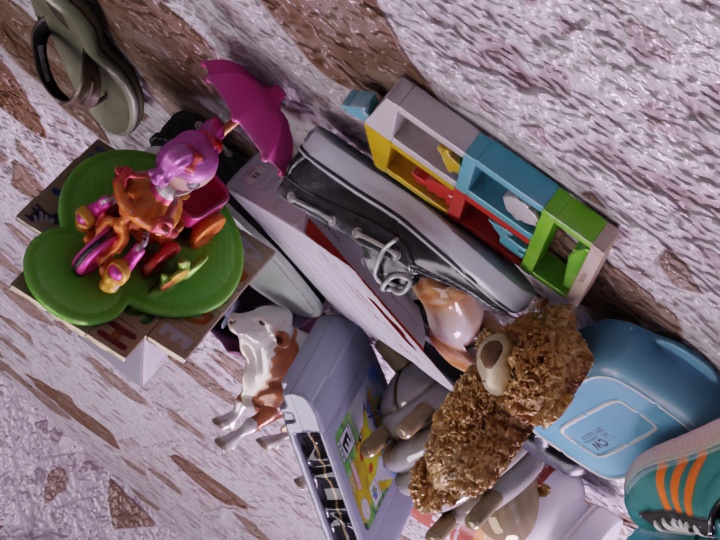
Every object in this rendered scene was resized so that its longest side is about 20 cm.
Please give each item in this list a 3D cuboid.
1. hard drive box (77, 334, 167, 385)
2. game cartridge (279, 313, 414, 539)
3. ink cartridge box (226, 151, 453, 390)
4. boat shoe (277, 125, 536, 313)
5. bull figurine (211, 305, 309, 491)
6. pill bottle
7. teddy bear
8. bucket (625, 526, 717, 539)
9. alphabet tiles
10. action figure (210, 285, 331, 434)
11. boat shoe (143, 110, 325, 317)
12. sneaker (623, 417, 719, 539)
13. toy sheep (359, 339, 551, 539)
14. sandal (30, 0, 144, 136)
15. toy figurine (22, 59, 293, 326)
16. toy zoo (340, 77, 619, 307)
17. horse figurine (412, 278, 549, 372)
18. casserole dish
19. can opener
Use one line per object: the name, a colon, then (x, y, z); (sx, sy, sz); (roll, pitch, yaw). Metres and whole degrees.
hard drive box: (-0.167, -0.001, 1.974); (0.077, 0.156, 0.200); (37, 165, 4)
game cartridge: (-0.006, 0.143, 1.875); (0.040, 0.133, 0.200); (-7, 120, 21)
ink cartridge box: (0.000, 0.000, 1.747); (0.163, 0.057, 0.200); (49, 167, -34)
boat shoe: (0.028, -0.019, 1.594); (0.199, 0.068, 0.074); (35, -170, 13)
bull figurine: (-0.057, 0.105, 1.926); (0.200, 0.121, 0.065); (35, -165, -45)
pill bottle: (0.117, 0.193, 1.977); (0.200, 0.112, 0.112); (33, 165, 18)
teddy bear: (0.084, 0.093, 1.591); (0.067, 0.145, 0.200); (36, 160, -5)
bucket: (0.275, 0.257, 1.647); (0.207, 0.207, 0.135); (43, 166, -22)
alphabet tiles: (-0.172, -0.010, 1.729); (0.167, 0.200, 0.008); (33, 127, 4)
action figure: (-0.042, 0.058, 2.038); (0.200, 0.149, 0.134); (27, -154, -43)
boat shoe: (-0.090, -0.044, 1.851); (0.076, 0.060, 0.200); (-5, 134, 52)
sneaker: (0.234, 0.153, 1.538); (0.071, 0.080, 0.200); (8, 157, -20)
toy sheep: (0.075, 0.135, 1.868); (0.200, 0.138, 0.138); (56, 162, -7)
sandal: (-0.229, -0.165, 1.813); (0.080, 0.057, 0.201); (30, 164, 26)
toy figurine: (-0.130, -0.067, 1.649); (0.150, 0.200, 0.184); (49, 135, 9)
toy zoo: (0.073, -0.057, 1.507); (0.200, 0.020, 0.131); (36, 165, 8)
horse figurine: (0.087, 0.034, 1.697); (0.132, 0.050, 0.200); (18, 153, 35)
casserole dish: (0.179, 0.096, 1.614); (0.121, 0.039, 0.200); (35, 155, -8)
can opener: (0.106, 0.093, 1.798); (0.200, 0.063, 0.079); (32, 165, 18)
